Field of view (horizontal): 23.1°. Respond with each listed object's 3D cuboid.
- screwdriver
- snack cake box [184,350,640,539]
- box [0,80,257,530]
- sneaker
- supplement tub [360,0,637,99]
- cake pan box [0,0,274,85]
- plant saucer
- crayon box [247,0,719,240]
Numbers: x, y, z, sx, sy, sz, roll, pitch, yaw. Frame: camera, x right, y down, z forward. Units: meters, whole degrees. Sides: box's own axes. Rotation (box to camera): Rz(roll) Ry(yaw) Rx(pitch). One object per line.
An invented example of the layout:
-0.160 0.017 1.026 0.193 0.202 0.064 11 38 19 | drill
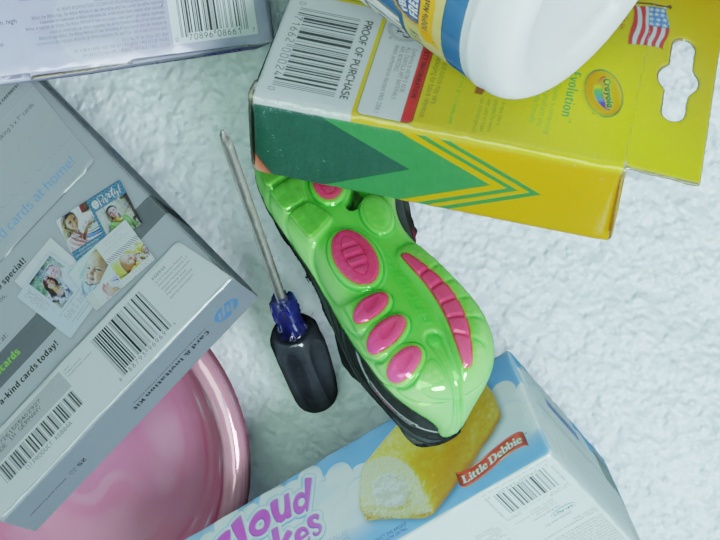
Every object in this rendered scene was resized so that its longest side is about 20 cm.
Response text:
-0.040 0.000 0.830 0.028 0.029 0.200 -1 136 13 | screwdriver
0.022 0.138 0.851 0.200 0.067 0.115 -31 136 12 | snack cake box
-0.171 0.000 0.851 0.156 0.041 0.200 -47 68 0 | box
0.000 0.000 0.825 0.076 0.200 0.084 -13 141 -11 | sneaker
0.029 -0.183 0.751 0.200 0.145 0.145 38 103 19 | supplement tub
-0.144 -0.183 0.830 0.199 0.052 0.185 -11 97 -13 | cake pan box
-0.152 0.095 0.908 0.200 0.051 0.202 1 98 8 | plant saucer
0.060 -0.087 0.810 0.199 0.127 0.051 12 142 8 | crayon box
